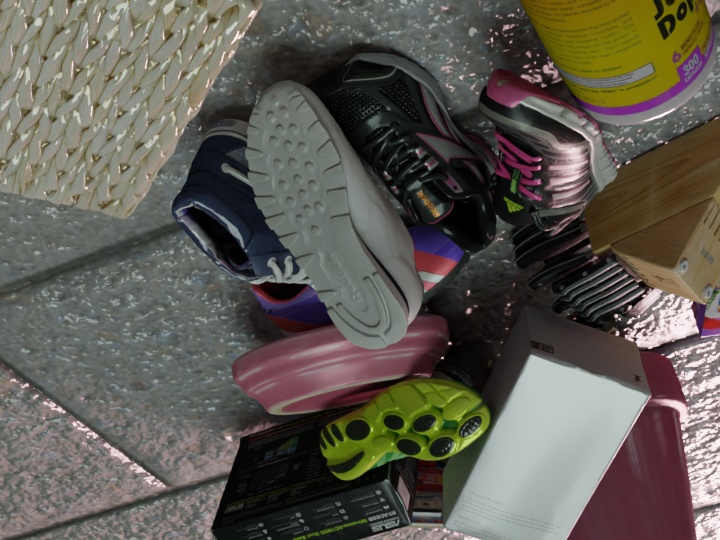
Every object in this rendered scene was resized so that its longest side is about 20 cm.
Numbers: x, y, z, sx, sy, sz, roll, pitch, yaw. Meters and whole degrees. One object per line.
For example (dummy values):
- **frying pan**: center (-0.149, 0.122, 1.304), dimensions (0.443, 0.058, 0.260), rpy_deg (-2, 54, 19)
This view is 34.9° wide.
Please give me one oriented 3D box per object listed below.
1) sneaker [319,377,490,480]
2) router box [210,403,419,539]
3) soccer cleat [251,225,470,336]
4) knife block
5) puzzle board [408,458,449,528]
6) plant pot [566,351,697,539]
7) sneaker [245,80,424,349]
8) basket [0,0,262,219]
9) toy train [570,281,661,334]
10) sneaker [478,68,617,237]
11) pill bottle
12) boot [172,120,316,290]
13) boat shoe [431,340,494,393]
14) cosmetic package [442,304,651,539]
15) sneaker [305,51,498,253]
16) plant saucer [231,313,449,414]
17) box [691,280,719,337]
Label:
- **sneaker**: center (0.042, 0.131, 1.020), dimensions (0.083, 0.075, 0.199), rpy_deg (-26, -178, -43)
- **router box**: center (-0.040, 0.209, 1.151), dimensions (0.198, 0.150, 0.063), rpy_deg (-19, 116, 18)
- **soccer cleat**: center (0.000, 0.000, 0.966), dimensions (0.198, 0.069, 0.073), rpy_deg (-23, 135, 25)
- **knife block**: center (0.223, -0.050, 0.942), dimensions (0.064, 0.175, 0.201), rpy_deg (36, 82, -42)
- **puzzle board**: center (0.075, 0.227, 1.213), dimensions (0.197, 0.151, 0.018), rpy_deg (4, 108, -12)
- **plant pot**: center (0.241, 0.201, 1.124), dimensions (0.197, 0.181, 0.201), rpy_deg (-11, 154, -6)
- **sneaker**: center (-0.014, -0.045, 0.818), dimensions (0.076, 0.081, 0.202), rpy_deg (-13, 111, 33)
- **basket**: center (-0.166, -0.169, 0.625), dimensions (0.159, 0.200, 0.200), rpy_deg (13, 139, -28)
- **toy train**: center (0.220, 0.059, 1.093), dimensions (0.045, 0.034, 0.200), rpy_deg (6, 143, -31)
- **sneaker**: center (0.125, -0.075, 0.821), dimensions (0.088, 0.074, 0.200), rpy_deg (-55, 153, 4)
- **pill bottle**: center (0.146, -0.188, 0.706), dimensions (0.103, 0.105, 0.200), rpy_deg (-21, 140, 20)
- **boot**: center (-0.059, -0.013, 0.864), dimensions (0.072, 0.091, 0.200), rpy_deg (-24, 122, 40)
- **boat shoe**: center (0.101, 0.127, 1.132), dimensions (0.071, 0.061, 0.202), rpy_deg (35, 164, 14)
- **cosmetic package**: center (0.155, 0.143, 0.990), dimensions (0.112, 0.081, 0.201), rpy_deg (20, 117, -7)
- **sneaker**: center (0.045, -0.081, 0.846), dimensions (0.199, 0.087, 0.080), rpy_deg (30, 129, -36)
- **plant saucer**: center (-0.014, 0.088, 1.024), dimensions (0.198, 0.051, 0.201), rpy_deg (-11, 168, -2)
- **box**: center (0.403, -0.006, 1.023), dimensions (0.197, 0.039, 0.138), rpy_deg (-8, 142, 4)
